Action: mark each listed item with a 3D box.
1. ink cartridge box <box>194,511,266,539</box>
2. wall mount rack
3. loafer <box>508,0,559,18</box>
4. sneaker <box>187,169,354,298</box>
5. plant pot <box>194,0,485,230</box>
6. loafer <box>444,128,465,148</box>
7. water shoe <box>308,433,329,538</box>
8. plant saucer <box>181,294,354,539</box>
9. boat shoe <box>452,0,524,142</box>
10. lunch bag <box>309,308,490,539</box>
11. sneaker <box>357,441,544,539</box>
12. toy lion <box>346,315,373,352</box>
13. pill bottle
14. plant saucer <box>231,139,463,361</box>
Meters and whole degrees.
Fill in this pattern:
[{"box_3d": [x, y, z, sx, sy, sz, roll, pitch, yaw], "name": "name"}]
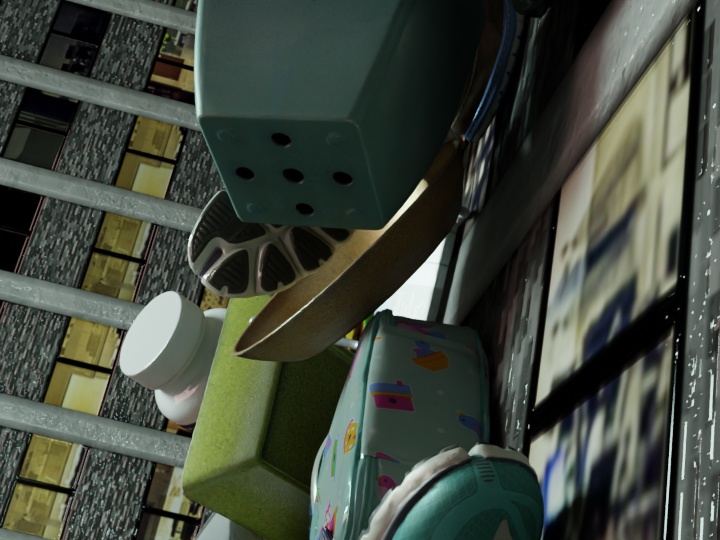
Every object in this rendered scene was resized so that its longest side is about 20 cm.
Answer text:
[{"box_3d": [-0.104, 0.259, 0.876, 0.201, 0.050, 0.162, -96, -8, -45], "name": "ink cartridge box"}, {"box_3d": [0.000, 0.000, 0.815, 0.173, 0.074, 0.202, 7, 82, 51], "name": "wall mount rack"}, {"box_3d": [0.107, -0.188, 0.583, 0.072, 0.073, 0.200, -33, 12, 17], "name": "loafer"}, {"box_3d": [-0.028, -0.041, 0.695, 0.200, 0.081, 0.084, -38, -10, -28], "name": "sneaker"}, {"box_3d": [-0.015, -0.129, 0.612, 0.142, 0.140, 0.201, 73, -154, -53], "name": "plant pot"}, {"box_3d": [0.037, -0.150, 0.813, 0.072, 0.063, 0.200, 59, 174, 37], "name": "loafer"}, {"box_3d": [-0.008, 0.191, 0.721, 0.201, 0.071, 0.079, -81, 4, -49], "name": "water shoe"}, {"box_3d": [-0.042, 0.131, 0.885, 0.048, 0.199, 0.201, -19, 46, 38], "name": "plant saucer"}, {"box_3d": [0.080, -0.189, 0.765, 0.072, 0.072, 0.201, 117, 166, -69], "name": "boat shoe"}, {"box_3d": [0.014, 0.131, 0.570, 0.200, 0.077, 0.161, -80, 6, -58], "name": "lunch bag"}, {"box_3d": [0.035, 0.160, 0.399, 0.080, 0.077, 0.201, -132, 49, -61], "name": "sneaker"}, {"box_3d": [-0.017, 0.133, 1.146, 0.192, 0.068, 0.202, -171, 94, -78], "name": "toy lion"}, {"box_3d": [-0.114, 0.103, 0.943, 0.111, 0.200, 0.112, -31, 39, 29], "name": "pill bottle"}, {"box_3d": [0.000, -0.004, 0.676, 0.200, 0.035, 0.200, -43, 8, 8], "name": "plant saucer"}]
